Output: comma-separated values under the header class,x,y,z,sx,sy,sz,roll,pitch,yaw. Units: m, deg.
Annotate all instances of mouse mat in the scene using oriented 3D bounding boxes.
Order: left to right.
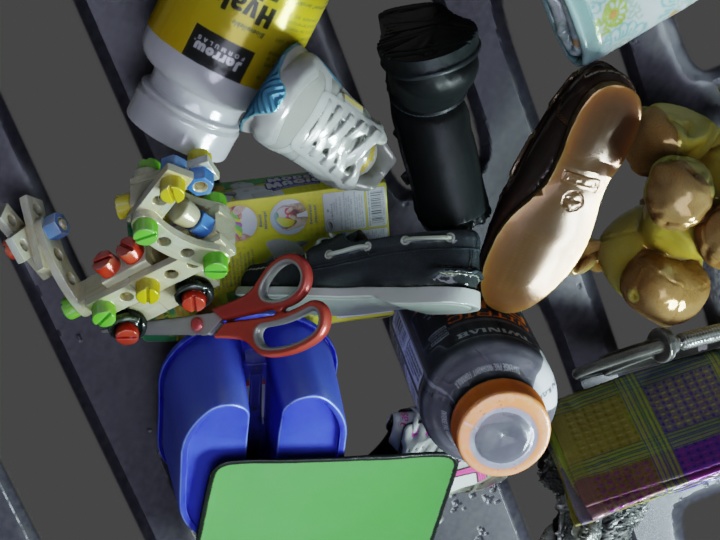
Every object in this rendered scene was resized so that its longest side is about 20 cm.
class,x,y,z,sx,sy,sz,roll,pitch,yaw
mouse mat,-0.031,0.199,1.603,0.200,0.008,0.161,0,133,-16

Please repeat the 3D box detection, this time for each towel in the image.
class,x,y,z,sx,sy,sz,roll,pitch,yaw
towel,0.195,-0.272,1.490,0.171,0.048,0.200,-30,118,-15
towel,0.246,0.127,1.626,0.200,0.144,0.023,-19,126,-1

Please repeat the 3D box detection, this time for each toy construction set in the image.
class,x,y,z,sx,sy,sz,roll,pitch,yaw
toy construction set,-0.173,-0.017,1.487,0.200,0.092,0.131,-13,141,32

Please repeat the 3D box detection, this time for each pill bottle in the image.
class,x,y,z,sx,sy,sz,roll,pitch,yaw
pill bottle,-0.090,-0.184,1.468,0.111,0.111,0.200,23,107,-18
pill bottle,0.089,0.078,1.555,0.106,0.200,0.106,-4,115,-8

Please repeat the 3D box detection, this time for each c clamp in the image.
class,x,y,z,sx,sy,sz,roll,pitch,yaw
c clamp,0.271,0.050,1.599,0.200,0.171,0.027,-13,84,-28

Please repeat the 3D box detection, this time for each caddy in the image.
class,x,y,z,sx,sy,sz,roll,pitch,yaw
caddy,-0.086,0.117,1.586,0.141,0.105,0.200,-4,135,-12

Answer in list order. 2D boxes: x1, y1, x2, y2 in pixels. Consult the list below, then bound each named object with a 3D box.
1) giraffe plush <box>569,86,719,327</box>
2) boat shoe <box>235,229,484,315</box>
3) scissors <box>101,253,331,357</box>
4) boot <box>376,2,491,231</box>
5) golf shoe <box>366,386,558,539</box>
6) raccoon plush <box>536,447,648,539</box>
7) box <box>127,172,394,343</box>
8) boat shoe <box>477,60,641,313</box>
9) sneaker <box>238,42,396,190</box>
class,x,y,z,sx,sy,sz,roll,pitch,yaw
giraffe plush,0.243,-0.031,1.570,0.172,0.200,0.162,33,121,-9
boat shoe,0.000,0.000,1.510,0.200,0.076,0.060,1,79,24
scissors,-0.110,0.045,1.511,0.200,0.014,0.073,-20,75,26
boot,0.057,-0.102,1.486,0.073,0.198,0.163,-12,107,-2
golf shoe,0.068,0.141,1.647,0.200,0.073,0.092,-38,116,6
raccoon plush,0.222,0.161,1.649,0.097,0.134,0.200,37,102,-20
box,-0.078,-0.011,1.577,0.200,0.048,0.118,-7,114,-9
boat shoe,0.146,-0.063,1.530,0.070,0.070,0.200,24,108,-23
sneaker,-0.026,-0.105,1.461,0.081,0.200,0.077,35,94,14
